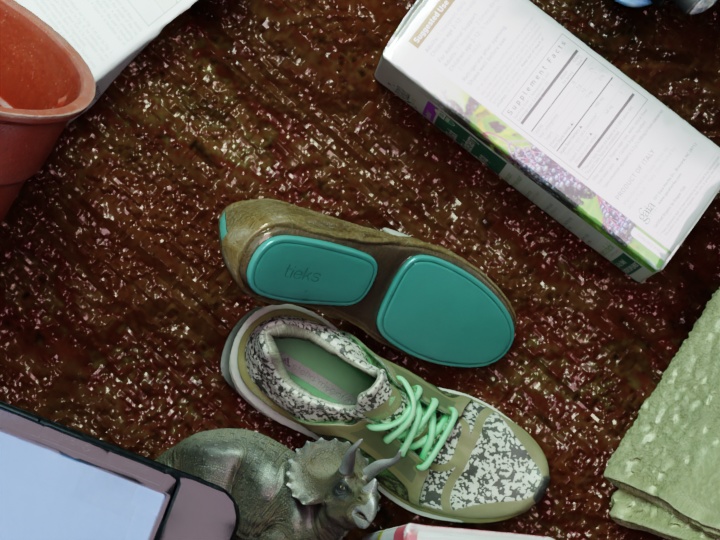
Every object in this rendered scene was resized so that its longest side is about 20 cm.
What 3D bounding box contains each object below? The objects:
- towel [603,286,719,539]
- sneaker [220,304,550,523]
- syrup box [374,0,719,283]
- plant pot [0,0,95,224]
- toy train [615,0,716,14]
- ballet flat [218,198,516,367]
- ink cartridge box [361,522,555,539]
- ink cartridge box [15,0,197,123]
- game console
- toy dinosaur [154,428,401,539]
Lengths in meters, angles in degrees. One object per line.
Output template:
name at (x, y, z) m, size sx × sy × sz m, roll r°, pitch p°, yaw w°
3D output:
towel at (0.233, 0.073, 1.563) m, size 0.148 × 0.036 × 0.201 m, roll 22°, pitch 78°, yaw 42°
sneaker at (0.014, 0.082, 1.559) m, size 0.199 × 0.089 × 0.077 m, roll 26°, pitch 83°, yaw -1°
syrup box at (0.108, -0.086, 1.589) m, size 0.200 × 0.079 × 0.082 m, roll 37°, pitch 83°, yaw 1°
plant pot at (-0.270, -0.051, 1.487) m, size 0.200 × 0.201 × 0.196 m, roll 27°, pitch 110°, yaw 0°
toy train at (0.153, -0.242, 1.610) m, size 0.114 × 0.087 × 0.200 m, roll -40°, pitch 85°, yaw -16°
ballet flat at (0.000, 0.000, 1.567) m, size 0.199 × 0.072 × 0.068 m, roll 15°, pitch 113°, yaw -35°
ink cartridge box at (0.046, 0.212, 1.493) m, size 0.083 × 0.200 × 0.146 m, roll 4°, pitch 83°, yaw -6°
ink cartridge box at (-0.187, -0.173, 1.597) m, size 0.200 × 0.057 × 0.163 m, roll -38°, pitch 87°, yaw -11°
game console at (-0.175, 0.166, 1.451) m, size 0.199 × 0.116 × 0.177 m, roll 22°, pitch 85°, yaw -8°
toy dinosaur at (-0.062, 0.130, 1.561) m, size 0.199 × 0.077 × 0.103 m, roll 11°, pitch 89°, yaw 31°
